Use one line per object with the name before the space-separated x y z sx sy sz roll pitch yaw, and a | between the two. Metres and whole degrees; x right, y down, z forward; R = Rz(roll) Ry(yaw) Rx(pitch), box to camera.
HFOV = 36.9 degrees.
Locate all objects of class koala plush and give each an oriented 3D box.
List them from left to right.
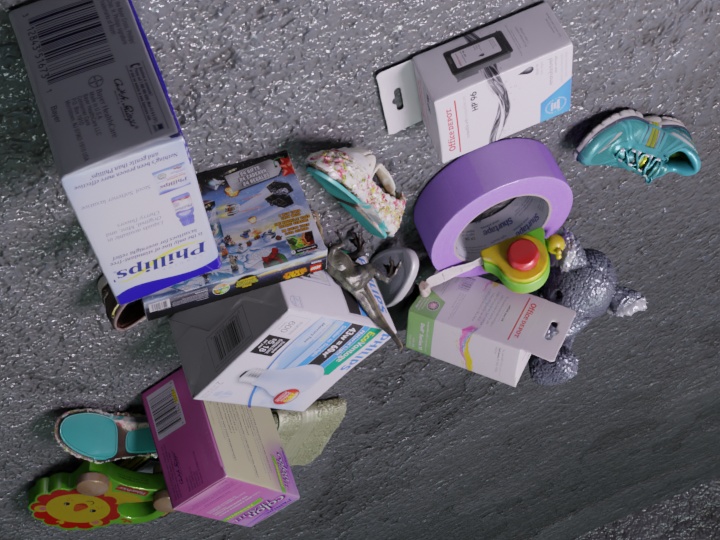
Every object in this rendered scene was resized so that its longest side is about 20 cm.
koala plush | 0.284 0.027 1.485 0.185 0.177 0.200 -51 -176 -27

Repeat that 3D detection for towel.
towel | -0.109 0.276 1.775 0.146 0.037 0.201 -6 146 -30

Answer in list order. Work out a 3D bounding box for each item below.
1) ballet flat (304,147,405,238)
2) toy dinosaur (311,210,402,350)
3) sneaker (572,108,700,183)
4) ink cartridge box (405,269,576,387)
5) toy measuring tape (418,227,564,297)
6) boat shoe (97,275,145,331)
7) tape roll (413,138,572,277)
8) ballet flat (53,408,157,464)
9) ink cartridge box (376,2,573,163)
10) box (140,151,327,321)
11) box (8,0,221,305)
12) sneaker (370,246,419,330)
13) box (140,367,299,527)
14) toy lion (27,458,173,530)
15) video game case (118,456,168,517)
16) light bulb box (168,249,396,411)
ballet flat | -0.002 -0.101 1.214 0.065 0.075 0.200 -59 153 -6
toy dinosaur | 0.000 0.000 1.322 0.047 0.201 0.088 -32 -169 46
sneaker | 0.359 -0.154 1.377 0.197 0.081 0.078 -5 146 -29
ink cartridge box | 0.170 0.076 1.410 0.117 0.197 0.068 -51 153 -46
toy measuring tape | 0.175 0.008 1.382 0.197 0.074 0.074 -23 151 -2
boat shoe | -0.212 -0.004 1.222 0.198 0.060 0.072 -32 149 14
tape roll | 0.169 -0.077 1.379 0.196 0.066 0.201 -17 150 -10
ballet flat | -0.347 0.231 1.503 0.198 0.077 0.063 15 167 -41
ink cartridge box | 0.124 -0.191 1.156 0.197 0.069 0.117 -23 150 -2
box | -0.148 -0.039 1.133 0.196 0.139 0.040 -15 151 -13
box | -0.207 -0.107 0.933 0.103 0.186 0.201 -20 151 -9
sneaker | 0.057 0.024 1.462 0.098 0.072 0.201 -9 153 -29
box | -0.196 0.250 1.524 0.096 0.178 0.199 -32 151 15
toy lion | -0.388 0.341 1.620 0.197 0.070 0.192 20 134 -31
video game case | -0.330 0.341 1.730 0.180 0.026 0.199 -38 149 22
light bulb box | -0.098 0.069 1.357 0.198 0.126 0.198 14 134 -46
